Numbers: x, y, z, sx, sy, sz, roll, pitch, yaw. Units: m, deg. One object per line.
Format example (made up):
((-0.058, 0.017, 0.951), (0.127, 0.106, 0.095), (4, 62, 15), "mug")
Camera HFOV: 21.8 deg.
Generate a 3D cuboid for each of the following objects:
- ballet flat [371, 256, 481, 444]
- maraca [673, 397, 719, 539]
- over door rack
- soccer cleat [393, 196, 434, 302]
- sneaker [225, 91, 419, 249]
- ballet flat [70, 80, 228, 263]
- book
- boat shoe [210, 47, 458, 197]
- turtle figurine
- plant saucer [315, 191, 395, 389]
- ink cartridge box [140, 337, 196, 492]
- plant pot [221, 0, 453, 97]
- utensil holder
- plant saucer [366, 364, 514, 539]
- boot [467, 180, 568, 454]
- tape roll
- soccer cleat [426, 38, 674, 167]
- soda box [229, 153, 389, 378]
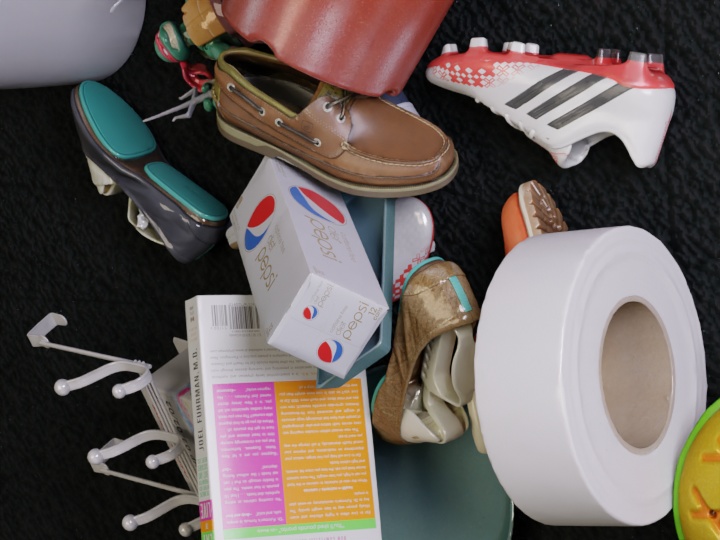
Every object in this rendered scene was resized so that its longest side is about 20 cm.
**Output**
((0.054, 0.079, 1.352), (0.072, 0.067, 0.201), (50, 145, 31), "ballet flat")
((0.283, 0.128, 1.238), (0.136, 0.107, 0.202), (20, 101, 15), "maraca")
((-0.207, 0.131, 1.531), (0.199, 0.066, 0.149), (20, 137, 56), "over door rack")
((-0.020, 0.011, 1.470), (0.200, 0.085, 0.069), (-39, 73, 35), "soccer cleat")
((-0.048, -0.106, 1.486), (0.199, 0.070, 0.109), (-35, 79, 28), "sneaker")
((-0.194, -0.079, 1.607), (0.200, 0.073, 0.073), (44, 120, 22), "ballet flat")
((-0.058, 0.119, 1.382), (0.048, 0.132, 0.202), (-22, 69, 62), "book")
((-0.023, -0.111, 1.380), (0.198, 0.072, 0.068), (15, 139, 17), "boat shoe")
((-0.115, -0.214, 1.508), (0.199, 0.101, 0.151), (-32, 91, 20), "turtle figurine")
((0.000, 0.000, 1.382), (0.070, 0.019, 0.201), (-37, 34, 33), "plant saucer")
((-0.105, 0.130, 1.507), (0.199, 0.068, 0.116), (11, 130, 54), "ink cartridge box")
((0.002, -0.244, 1.338), (0.200, 0.200, 0.197), (37, 111, 28), "plant pot")
((-0.305, -0.234, 1.589), (0.169, 0.199, 0.172), (5, 98, 37), "utensil holder")
((0.046, 0.172, 1.471), (0.198, 0.036, 0.202), (5, 98, 37), "plant saucer")
((0.112, 0.039, 1.365), (0.106, 0.075, 0.202), (-8, 90, 25), "boot")
((0.160, 0.073, 1.267), (0.070, 0.202, 0.205), (-6, 92, 37), "tape roll")
((0.131, -0.119, 1.340), (0.198, 0.068, 0.086), (8, 97, 32), "soccer cleat")
((-0.041, -0.008, 1.355), (0.064, 0.068, 0.200), (-57, 24, 18), "soda box")
